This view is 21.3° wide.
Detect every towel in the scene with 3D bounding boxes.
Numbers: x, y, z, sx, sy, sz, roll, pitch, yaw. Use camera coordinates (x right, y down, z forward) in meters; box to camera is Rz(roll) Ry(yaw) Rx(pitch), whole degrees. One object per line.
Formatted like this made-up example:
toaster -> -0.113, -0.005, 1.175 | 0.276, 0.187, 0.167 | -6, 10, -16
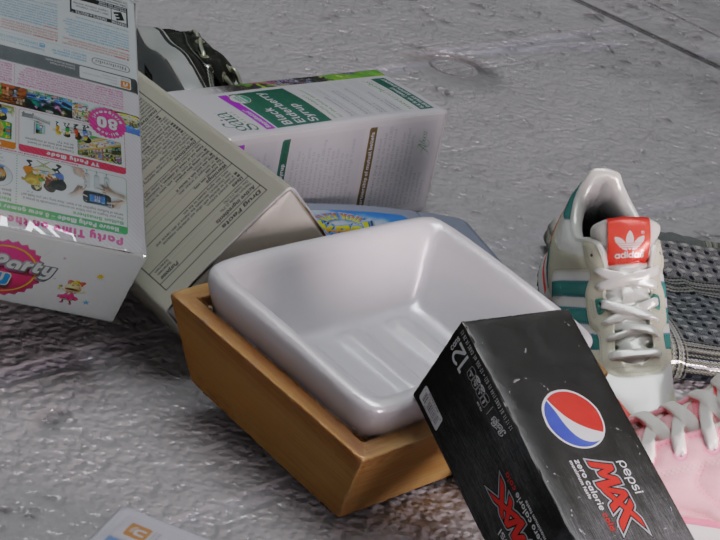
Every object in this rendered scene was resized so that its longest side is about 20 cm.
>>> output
towel -> 0.227, 0.018, 1.283 | 0.191, 0.035, 0.200 | 7, 25, -11

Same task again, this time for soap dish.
soap dish -> 0.014, 0.049, 1.051 | 0.199, 0.082, 0.157 | -15, 42, -44

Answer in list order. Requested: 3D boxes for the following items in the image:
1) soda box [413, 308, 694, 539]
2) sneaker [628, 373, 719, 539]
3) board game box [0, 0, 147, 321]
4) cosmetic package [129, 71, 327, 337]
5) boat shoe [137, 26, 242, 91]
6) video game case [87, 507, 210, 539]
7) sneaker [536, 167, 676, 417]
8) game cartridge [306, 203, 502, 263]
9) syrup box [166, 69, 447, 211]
soda box -> 0.102, 0.117, 0.901 | 0.070, 0.063, 0.201 | -5, 55, -32
sneaker -> 0.167, 0.091, 1.023 | 0.199, 0.105, 0.075 | 9, 27, -6
board game box -> -0.199, -0.081, 1.072 | 0.147, 0.064, 0.201 | 13, 47, -22
cosmetic package -> -0.116, -0.038, 1.145 | 0.104, 0.073, 0.200 | -44, 48, -8
boat shoe -> -0.119, -0.135, 1.393 | 0.063, 0.071, 0.200 | -7, 28, -16
video game case -> -0.068, 0.182, 0.819 | 0.181, 0.022, 0.200 | 19, 26, 14
sneaker -> 0.148, 0.021, 1.134 | 0.070, 0.094, 0.200 | 3, 41, -7
game cartridge -> 0.000, 0.000, 1.217 | 0.199, 0.041, 0.133 | 1, 24, -23
syrup box -> -0.043, -0.080, 1.308 | 0.199, 0.082, 0.079 | -10, 32, -42
